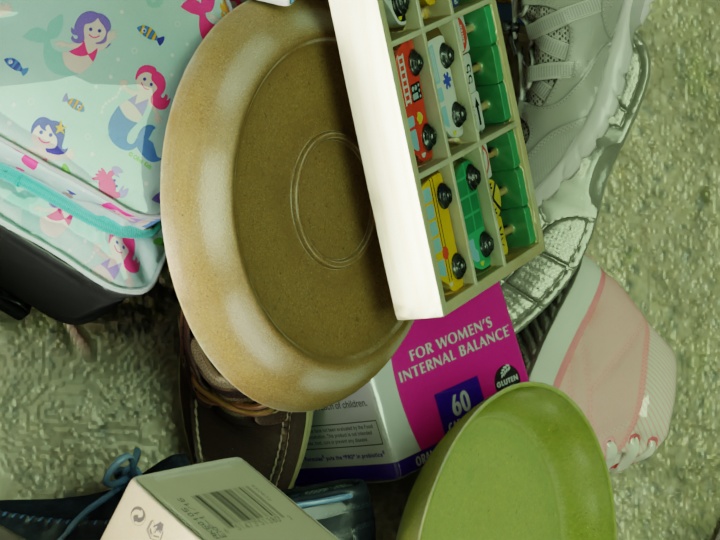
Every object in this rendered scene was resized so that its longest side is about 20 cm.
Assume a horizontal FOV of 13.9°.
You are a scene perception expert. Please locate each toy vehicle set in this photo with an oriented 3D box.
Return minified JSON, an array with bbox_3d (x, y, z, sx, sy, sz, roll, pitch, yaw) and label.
[{"bbox_3d":[0.035,-0.088,1.433,0.124,0.026,0.201,-32,113,-58],"label":"toy vehicle set"}]

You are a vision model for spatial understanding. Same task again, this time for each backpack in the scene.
[{"bbox_3d":[-0.141,-0.100,1.419,0.177,0.150,0.201,31,61,-13],"label":"backpack"}]

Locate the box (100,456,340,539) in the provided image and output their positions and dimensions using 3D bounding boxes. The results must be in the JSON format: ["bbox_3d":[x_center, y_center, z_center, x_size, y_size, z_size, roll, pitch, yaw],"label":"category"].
[{"bbox_3d":[-0.097,0.194,1.376,0.095,0.078,0.201,-5,127,-59],"label":"box"}]

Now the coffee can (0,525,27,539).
[{"bbox_3d":[-0.235,0.204,1.331,0.146,0.146,0.201,30,71,-27],"label":"coffee can"}]

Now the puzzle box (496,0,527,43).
[{"bbox_3d":[0.095,-0.187,1.564,0.200,0.025,0.134,4,117,-58],"label":"puzzle box"}]

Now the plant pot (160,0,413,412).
[{"bbox_3d":[-0.020,-0.033,1.404,0.199,0.027,0.202,4,85,-53],"label":"plant pot"}]

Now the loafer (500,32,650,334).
[{"bbox_3d":[0.099,-0.042,1.618,0.072,0.063,0.201,29,85,1],"label":"loafer"}]

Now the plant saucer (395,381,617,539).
[{"bbox_3d":[0.068,0.155,1.485,0.200,0.031,0.202,-10,102,-55],"label":"plant saucer"}]

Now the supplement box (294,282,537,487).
[{"bbox_3d":[0.000,0.000,1.528,0.101,0.103,0.201,-22,97,-34],"label":"supplement box"}]

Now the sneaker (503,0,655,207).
[{"bbox_3d":[0.104,-0.127,1.544,0.082,0.075,0.201,22,98,-6],"label":"sneaker"}]

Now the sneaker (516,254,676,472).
[{"bbox_3d":[0.109,0.097,1.605,0.105,0.075,0.201,41,62,-18],"label":"sneaker"}]

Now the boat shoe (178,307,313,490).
[{"bbox_3d":[-0.062,0.041,1.463,0.072,0.072,0.201,-56,155,-62],"label":"boat shoe"}]

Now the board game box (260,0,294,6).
[{"bbox_3d":[-0.004,-0.231,1.420,0.200,0.034,0.135,-47,143,-49],"label":"board game box"}]

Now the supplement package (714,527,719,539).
[{"bbox_3d":[0.245,0.248,1.656,0.120,0.121,0.201,37,68,-26],"label":"supplement package"}]

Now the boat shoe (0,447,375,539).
[{"bbox_3d":[-0.092,0.120,1.456,0.199,0.084,0.069,4,98,-15],"label":"boat shoe"}]
